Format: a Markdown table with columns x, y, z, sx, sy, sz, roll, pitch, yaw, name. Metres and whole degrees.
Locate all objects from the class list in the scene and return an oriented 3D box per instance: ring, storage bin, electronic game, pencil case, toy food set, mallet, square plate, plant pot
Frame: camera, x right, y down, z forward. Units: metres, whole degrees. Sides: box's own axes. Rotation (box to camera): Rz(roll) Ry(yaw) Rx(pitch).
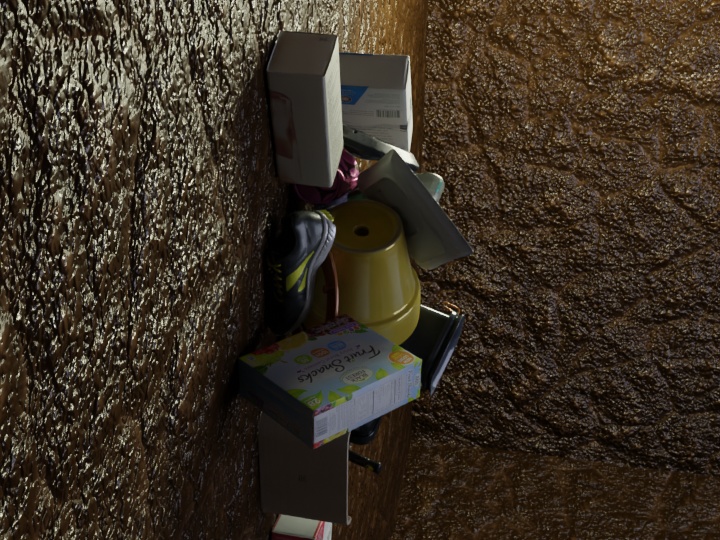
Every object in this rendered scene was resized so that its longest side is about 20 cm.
| x | y | z | sx | sy | sz | roll | pitch | yaw | name |
| --- | --- | --- | --- | --- | --- | --- | --- | --- | --- |
| -0.080 | 0.046 | 1.662 | 0.200 | 0.019 | 0.203 | 180 | -90 | -65 | ring |
| 0.097 | 0.111 | 1.867 | 0.147 | 0.133 | 0.200 | -62 | 171 | -13 | storage bin |
| 0.004 | -0.204 | 1.760 | 0.200 | 0.198 | 0.042 | -27 | 140 | -80 | electronic game |
| -0.051 | -0.153 | 1.762 | 0.200 | 0.092 | 0.092 | -55 | 150 | -75 | pencil case |
| -0.081 | 0.304 | 1.673 | 0.061 | 0.142 | 0.202 | -64 | 158 | -57 | toy food set |
| -0.057 | 0.281 | 1.696 | 0.041 | 0.198 | 0.066 | -42 | 151 | -47 | mallet |
| 0.075 | -0.085 | 1.692 | 0.028 | 0.199 | 0.200 | -40 | -175 | -18 | square plate |
| 0.000 | 0.000 | 1.713 | 0.202 | 0.198 | 0.190 | -76 | 171 | -45 | plant pot |

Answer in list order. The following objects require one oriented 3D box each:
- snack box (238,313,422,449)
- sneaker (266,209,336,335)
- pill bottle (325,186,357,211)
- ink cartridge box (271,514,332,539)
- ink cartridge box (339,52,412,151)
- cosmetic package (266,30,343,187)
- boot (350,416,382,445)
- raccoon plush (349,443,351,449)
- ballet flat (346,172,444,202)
| x | y | z | sx | sy | sz | roll | pitch | yaw | name |
| --- | --- | --- | --- | --- | --- | --- | --- | --- | --- |
| -0.041 | 0.147 | 1.481 | 0.199 | 0.168 | 0.068 | -21 | 125 | -36 | snack box |
| -0.108 | -0.002 | 1.591 | 0.074 | 0.084 | 0.202 | 34 | -71 | 49 | sneaker |
| -0.025 | -0.080 | 1.927 | 0.200 | 0.110 | 0.113 | -69 | 162 | -62 | pill bottle |
| -0.103 | 0.511 | 1.876 | 0.145 | 0.082 | 0.203 | -60 | 154 | -70 | ink cartridge box |
| 0.019 | -0.298 | 1.967 | 0.201 | 0.144 | 0.087 | 82 | 14 | -60 | ink cartridge box |
| -0.077 | -0.230 | 1.547 | 0.201 | 0.086 | 0.104 | 89 | 12 | -45 | cosmetic package |
| 0.014 | 0.173 | 1.790 | 0.199 | 0.072 | 0.164 | -69 | 164 | -47 | boot |
| -0.086 | 0.348 | 2.022 | 0.199 | 0.096 | 0.136 | -8 | 120 | -52 | raccoon plush |
| 0.061 | -0.130 | 1.800 | 0.067 | 0.199 | 0.064 | 48 | 59 | -33 | ballet flat |
